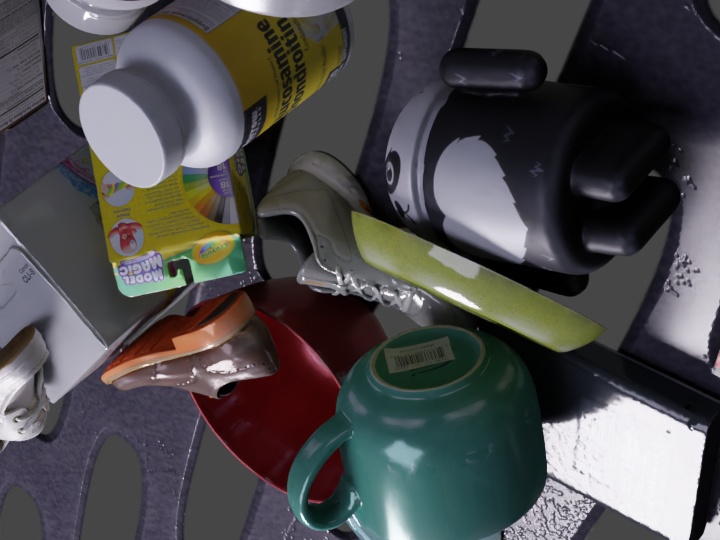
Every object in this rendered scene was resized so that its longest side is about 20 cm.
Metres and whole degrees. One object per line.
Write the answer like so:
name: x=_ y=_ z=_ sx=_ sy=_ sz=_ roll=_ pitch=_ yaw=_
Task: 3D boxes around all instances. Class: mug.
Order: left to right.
mug: x=0.048 y=0.119 z=1.280 sx=0.151 sy=0.185 sz=0.115 roll=12 pitch=126 yaw=34

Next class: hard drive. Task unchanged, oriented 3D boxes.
hard drive: x=0.175 y=0.115 z=1.329 sx=0.199 sy=0.033 sz=0.141 roll=26 pitch=137 yaw=28

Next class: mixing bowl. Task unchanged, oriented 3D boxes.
mixing bowl: x=-0.045 y=0.080 z=1.459 sx=0.199 sy=0.108 sz=0.202 roll=26 pitch=137 yaw=27

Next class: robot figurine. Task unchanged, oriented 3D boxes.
robot figurine: x=0.108 y=-0.064 z=1.162 sx=0.199 sy=0.124 sz=0.152 roll=12 pitch=93 yaw=38

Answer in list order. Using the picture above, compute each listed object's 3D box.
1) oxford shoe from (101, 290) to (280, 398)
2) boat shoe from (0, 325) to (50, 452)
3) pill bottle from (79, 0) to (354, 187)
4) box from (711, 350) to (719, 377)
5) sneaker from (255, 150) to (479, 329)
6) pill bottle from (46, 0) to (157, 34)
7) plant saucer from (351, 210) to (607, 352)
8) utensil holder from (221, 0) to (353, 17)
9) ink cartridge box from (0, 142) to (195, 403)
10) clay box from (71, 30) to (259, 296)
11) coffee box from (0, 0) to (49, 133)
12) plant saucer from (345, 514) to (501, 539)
oxford shoe: x=-0.140 y=0.077 z=1.410 sx=0.199 sy=0.071 sz=0.073 roll=-19 pitch=112 yaw=51
boat shoe: x=-0.283 y=0.104 z=1.433 sx=0.069 sy=0.071 sz=0.200 roll=44 pitch=150 yaw=-5
pill bottle: x=-0.103 y=-0.143 z=1.247 sx=0.111 sy=0.200 sz=0.113 roll=27 pitch=139 yaw=27
box: x=0.332 y=0.059 z=1.115 sx=0.199 sy=0.040 sz=0.138 roll=32 pitch=139 yaw=22
sneaker: x=0.000 y=0.000 z=1.357 sx=0.199 sy=0.092 sz=0.076 roll=38 pitch=141 yaw=13
pill bottle: x=-0.171 y=-0.266 z=1.283 sx=0.113 sy=0.113 sz=0.200 roll=45 pitch=142 yaw=6
plant saucer: x=0.078 y=0.013 z=1.236 sx=0.198 sy=0.031 sz=0.200 roll=25 pitch=180 yaw=0
utensil holder: x=-0.039 y=-0.285 z=1.092 sx=0.170 sy=0.170 sz=0.201 roll=39 pitch=145 yaw=13
ink cartridge box: x=-0.217 y=-0.017 z=1.473 sx=0.145 sy=0.200 sz=0.145 roll=49 pitch=144 yaw=-1
clay box: x=-0.149 y=-0.087 z=1.366 sx=0.114 sy=0.048 sz=0.202 roll=-11 pitch=88 yaw=16
coffee box: x=-0.343 y=-0.228 z=1.517 sx=0.114 sy=0.080 sz=0.201 roll=30 pitch=139 yaw=24
plant saucer: x=0.033 y=0.206 z=1.548 sx=0.200 sy=0.039 sz=0.202 roll=27 pitch=137 yaw=28
